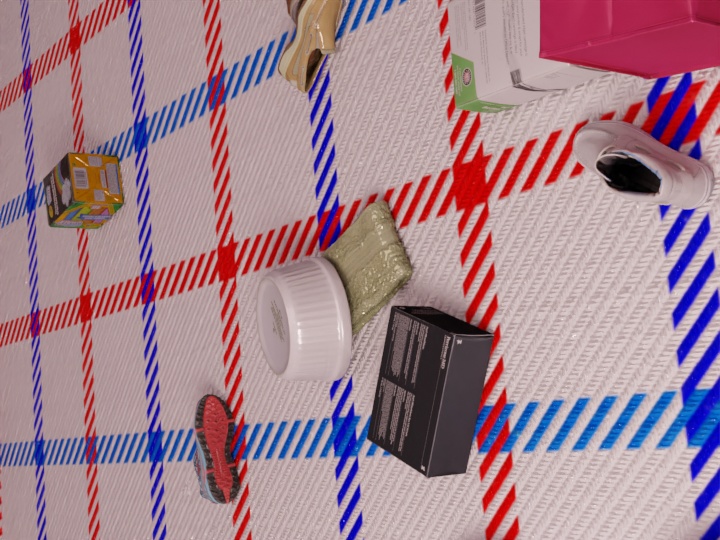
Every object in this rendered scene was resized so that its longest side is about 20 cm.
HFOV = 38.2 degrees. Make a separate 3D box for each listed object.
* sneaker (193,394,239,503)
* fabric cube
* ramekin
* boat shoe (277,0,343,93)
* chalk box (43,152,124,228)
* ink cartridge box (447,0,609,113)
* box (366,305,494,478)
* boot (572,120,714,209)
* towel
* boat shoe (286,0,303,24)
[{"bbox_3d":[-0.283,0.330,1.915,0.095,0.079,0.201,-21,72,52],"label":"sneaker"},{"bbox_3d":[0.316,-0.319,1.067,0.200,0.196,0.200,-1,90,52],"label":"fabric cube"},{"bbox_3d":[-0.095,0.082,1.627,0.202,0.094,0.203,172,90,-67],"label":"ramekin"},{"bbox_3d":[-0.064,-0.377,1.678,0.076,0.072,0.200,48,134,24],"label":"boat shoe"},{"bbox_3d":[-0.638,-0.171,2.361,0.200,0.124,0.125,-28,67,49],"label":"chalk box"},{"bbox_3d":[0.207,-0.292,1.295,0.200,0.084,0.147,-11,80,51],"label":"ink cartridge box"},{"bbox_3d":[0.094,0.163,1.431,0.141,0.079,0.201,25,108,53],"label":"box"},{"bbox_3d":[0.293,-0.125,1.168,0.200,0.095,0.074,32,113,48],"label":"boot"},{"bbox_3d":[0.000,0.000,1.593,0.200,0.036,0.149,-44,56,42],"label":"towel"},{"bbox_3d":[-0.078,-0.499,1.686,0.072,0.076,0.200,52,126,42],"label":"boat shoe"}]
